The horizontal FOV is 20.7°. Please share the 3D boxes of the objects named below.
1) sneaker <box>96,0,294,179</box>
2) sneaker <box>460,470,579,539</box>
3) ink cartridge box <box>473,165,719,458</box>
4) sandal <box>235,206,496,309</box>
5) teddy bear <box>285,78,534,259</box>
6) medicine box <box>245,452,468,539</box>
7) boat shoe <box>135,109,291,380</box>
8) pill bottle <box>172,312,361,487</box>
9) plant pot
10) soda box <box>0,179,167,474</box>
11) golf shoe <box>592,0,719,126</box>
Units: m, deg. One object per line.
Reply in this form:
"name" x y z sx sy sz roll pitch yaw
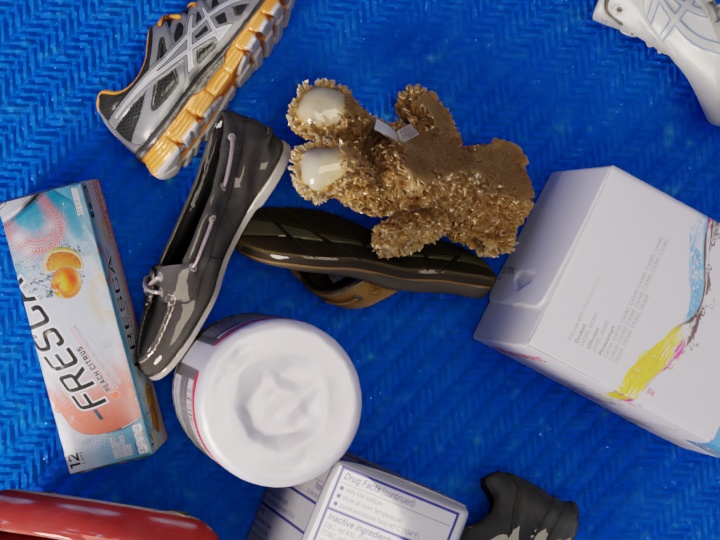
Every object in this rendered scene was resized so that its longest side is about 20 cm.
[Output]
"sneaker" -0.112 -0.164 1.421 0.077 0.078 0.200 34 77 8
"sneaker" 0.080 0.240 1.471 0.091 0.076 0.200 33 77 -1
"ink cartridge box" 0.214 0.032 1.453 0.200 0.147 0.146 27 85 -12
"sandal" 0.000 0.000 1.453 0.200 0.082 0.055 10 114 -16
"teddy bear" 0.030 -0.071 1.437 0.200 0.067 0.145 0 58 -38
"medicine box" -0.026 0.230 1.383 0.103 0.182 0.200 24 86 -12
"boat shoe" -0.120 -0.021 1.398 0.057 0.067 0.200 33 76 -24
"pill bottle" -0.071 0.085 1.363 0.111 0.200 0.111 0 91 -12
"plant pot" -0.196 0.247 1.343 0.200 0.200 0.183 9 81 -12
"soda box" -0.195 0.039 1.398 0.063 0.068 0.200 -15 93 5
"golf shoe" 0.229 -0.193 1.505 0.097 0.078 0.200 -21 89 6
